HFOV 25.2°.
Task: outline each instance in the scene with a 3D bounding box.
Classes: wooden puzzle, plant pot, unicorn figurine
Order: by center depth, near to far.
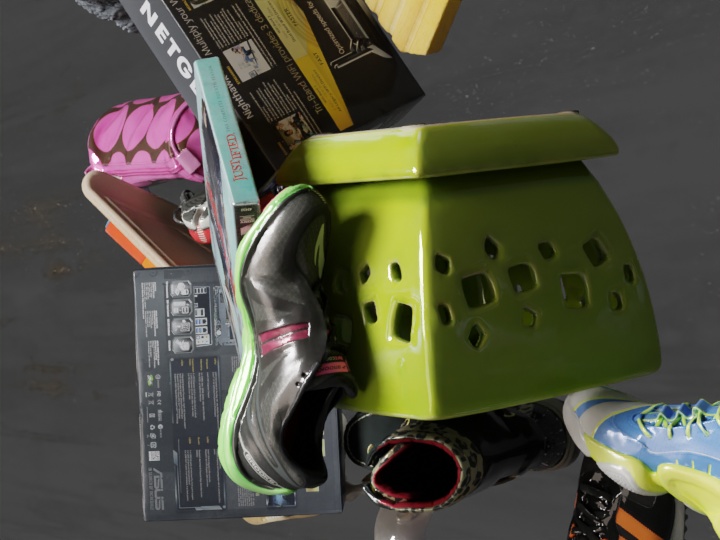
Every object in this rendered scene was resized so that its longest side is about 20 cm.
[{"bbox_3d":[0.063,-0.010,1.085,0.199,0.200,0.182,1,97,56],"label":"plant pot"},{"bbox_3d":[0.027,0.199,1.326,0.137,0.074,0.200,0,86,48],"label":"unicorn figurine"},{"bbox_3d":[-0.143,0.002,1.419,0.037,0.185,0.200,-52,51,11],"label":"wooden puzzle"}]

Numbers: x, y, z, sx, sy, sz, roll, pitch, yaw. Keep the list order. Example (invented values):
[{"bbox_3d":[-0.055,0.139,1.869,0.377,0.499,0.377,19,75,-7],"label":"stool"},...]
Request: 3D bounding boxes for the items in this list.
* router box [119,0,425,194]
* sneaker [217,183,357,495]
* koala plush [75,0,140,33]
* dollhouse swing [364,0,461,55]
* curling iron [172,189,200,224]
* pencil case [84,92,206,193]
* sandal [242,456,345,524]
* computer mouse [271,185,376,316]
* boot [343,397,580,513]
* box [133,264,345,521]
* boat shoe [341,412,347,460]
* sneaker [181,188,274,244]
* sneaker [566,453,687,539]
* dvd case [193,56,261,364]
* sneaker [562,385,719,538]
[{"bbox_3d":[-0.069,-0.174,1.205,0.200,0.157,0.052,57,145,5],"label":"router box"},{"bbox_3d":[-0.035,0.045,1.017,0.084,0.077,0.200,10,100,33],"label":"sneaker"},{"bbox_3d":[-0.177,-0.319,1.344,0.177,0.184,0.200,-38,60,55],"label":"koala plush"},{"bbox_3d":[-0.014,-0.256,1.127,0.200,0.182,0.176,57,133,23],"label":"dollhouse swing"},{"bbox_3d":[-0.094,-0.002,1.430,0.200,0.050,0.026,42,113,15],"label":"curling iron"},{"bbox_3d":[-0.180,-0.115,1.490,0.200,0.094,0.091,-3,120,57],"label":"pencil case"},{"bbox_3d":[-0.084,0.186,1.363,0.212,0.070,0.078,-38,73,60],"label":"sandal"},{"bbox_3d":[0.000,0.000,1.226,0.044,0.110,0.200,-28,76,36],"label":"computer mouse"},{"bbox_3d":[0.039,0.129,1.170,0.203,0.154,0.074,-4,93,37],"label":"boot"},{"bbox_3d":[-0.094,0.094,1.265,0.051,0.158,0.200,-8,-85,-88],"label":"box"},{"bbox_3d":[-0.065,0.155,1.459,0.202,0.072,0.060,10,113,61],"label":"boat shoe"},{"bbox_3d":[-0.079,-0.037,1.314,0.077,0.200,0.085,-16,93,20],"label":"sneaker"},{"bbox_3d":[0.169,0.192,1.102,0.070,0.090,0.200,16,117,53],"label":"sneaker"},{"bbox_3d":[-0.088,-0.026,1.120,0.200,0.022,0.146,89,167,-49],"label":"dvd case"},{"bbox_3d":[0.223,0.103,1.003,0.200,0.076,0.105,32,121,27],"label":"sneaker"}]
